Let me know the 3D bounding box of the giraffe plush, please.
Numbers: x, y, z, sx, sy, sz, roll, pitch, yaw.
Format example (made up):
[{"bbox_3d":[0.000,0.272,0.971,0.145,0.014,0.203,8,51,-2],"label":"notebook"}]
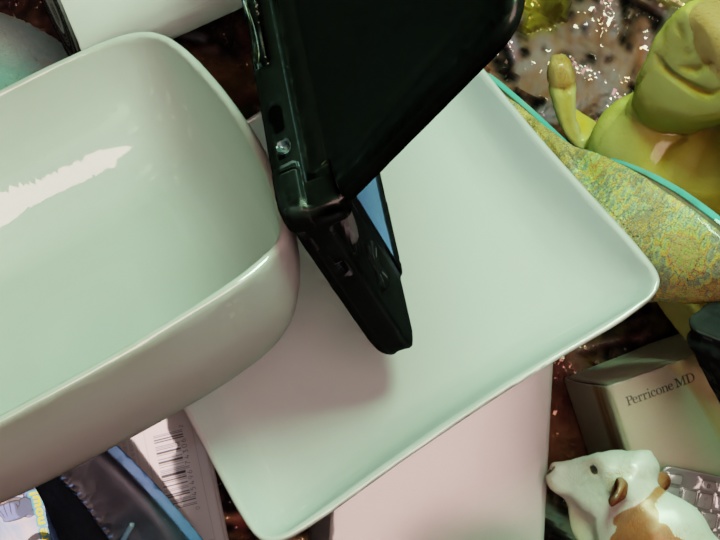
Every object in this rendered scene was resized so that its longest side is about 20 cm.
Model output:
[{"bbox_3d":[0.202,-0.060,0.842,0.161,0.199,0.174,-22,102,-28],"label":"giraffe plush"}]

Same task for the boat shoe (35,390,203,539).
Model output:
[{"bbox_3d":[-0.095,0.143,0.758,0.069,0.084,0.201,-41,100,-19],"label":"boat shoe"}]

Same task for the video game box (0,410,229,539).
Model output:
[{"bbox_3d":[-0.148,0.157,0.813,0.180,0.047,0.202,-12,97,-13],"label":"video game box"}]

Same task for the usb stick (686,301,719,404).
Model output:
[{"bbox_3d":[0.203,0.099,0.782,0.033,0.055,0.201,-37,113,-13],"label":"usb stick"}]

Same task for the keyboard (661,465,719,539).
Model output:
[{"bbox_3d":[0.231,0.139,0.841,0.198,0.011,0.057,12,88,-11],"label":"keyboard"}]

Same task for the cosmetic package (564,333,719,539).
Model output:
[{"bbox_3d":[0.185,0.132,0.875,0.104,0.071,0.202,-20,94,-10],"label":"cosmetic package"}]

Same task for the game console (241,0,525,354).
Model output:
[{"bbox_3d":[0.016,-0.100,0.698,0.115,0.176,0.202,-19,54,11],"label":"game console"}]

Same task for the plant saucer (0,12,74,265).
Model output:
[{"bbox_3d":[-0.195,-0.026,0.814,0.199,0.039,0.203,0,89,-12],"label":"plant saucer"}]

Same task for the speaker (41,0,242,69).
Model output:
[{"bbox_3d":[-0.056,-0.167,0.822,0.199,0.081,0.082,-26,95,-11],"label":"speaker"}]

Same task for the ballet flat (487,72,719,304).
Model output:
[{"bbox_3d":[0.092,-0.027,0.809,0.070,0.200,0.071,-23,132,-28],"label":"ballet flat"}]

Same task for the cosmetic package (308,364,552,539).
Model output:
[{"bbox_3d":[0.031,0.103,0.837,0.106,0.085,0.202,2,90,-8],"label":"cosmetic package"}]

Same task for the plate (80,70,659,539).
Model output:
[{"bbox_3d":[0.000,0.000,0.771,0.199,0.032,0.200,-32,54,-6],"label":"plate"}]

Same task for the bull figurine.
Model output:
[{"bbox_3d":[0.151,0.171,0.796,0.199,0.065,0.122,36,108,-1],"label":"bull figurine"}]

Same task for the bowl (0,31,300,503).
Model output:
[{"bbox_3d":[-0.125,0.005,0.726,0.199,0.200,0.075,-30,133,-5],"label":"bowl"}]
